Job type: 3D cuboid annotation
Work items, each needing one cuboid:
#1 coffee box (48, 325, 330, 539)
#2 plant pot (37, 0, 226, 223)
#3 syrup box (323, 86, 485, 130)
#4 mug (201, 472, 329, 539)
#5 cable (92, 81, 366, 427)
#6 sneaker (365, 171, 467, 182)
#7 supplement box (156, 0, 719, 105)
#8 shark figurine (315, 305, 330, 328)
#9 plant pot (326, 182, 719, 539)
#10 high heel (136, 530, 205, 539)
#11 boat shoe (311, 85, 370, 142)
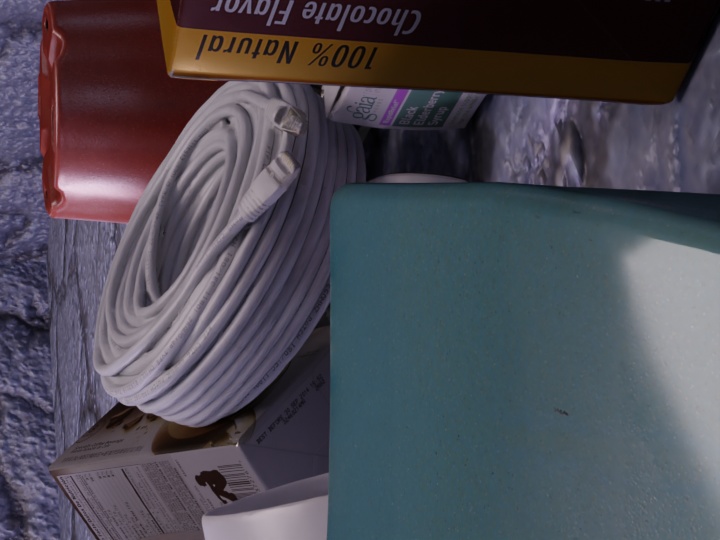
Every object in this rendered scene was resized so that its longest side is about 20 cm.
[{"bbox_3d":[-0.079,0.106,0.823,0.199,0.113,0.080,-15,113,47],"label":"coffee box"},{"bbox_3d":[-0.128,-0.114,0.993,0.201,0.192,0.204,179,90,-73],"label":"plant pot"},{"bbox_3d":[0.020,-0.180,0.716,0.079,0.080,0.203,123,144,-62],"label":"syrup box"},{"bbox_3d":[0.024,0.167,0.539,0.200,0.146,0.178,53,-157,-85],"label":"mug"},{"bbox_3d":[-0.076,-0.015,0.766,0.201,0.069,0.200,-57,25,15],"label":"cable"},{"bbox_3d":[0.000,0.000,0.783,0.200,0.072,0.086,166,107,-71],"label":"sneaker"},{"bbox_3d":[0.036,-0.179,0.469,0.201,0.194,0.134,108,157,-44],"label":"supplement box"},{"bbox_3d":[-0.061,0.090,0.960,0.128,0.088,0.218,-164,77,-74],"label":"shark figurine"},{"bbox_3d":[0.093,0.044,0.386,0.199,0.140,0.144,180,91,-66],"label":"plant pot"},{"bbox_3d":[-0.056,0.186,0.748,0.096,0.197,0.068,140,136,-59],"label":"high heel"},{"bbox_3d":[-0.038,-0.088,0.880,0.072,0.060,0.203,46,120,55],"label":"boat shoe"}]
